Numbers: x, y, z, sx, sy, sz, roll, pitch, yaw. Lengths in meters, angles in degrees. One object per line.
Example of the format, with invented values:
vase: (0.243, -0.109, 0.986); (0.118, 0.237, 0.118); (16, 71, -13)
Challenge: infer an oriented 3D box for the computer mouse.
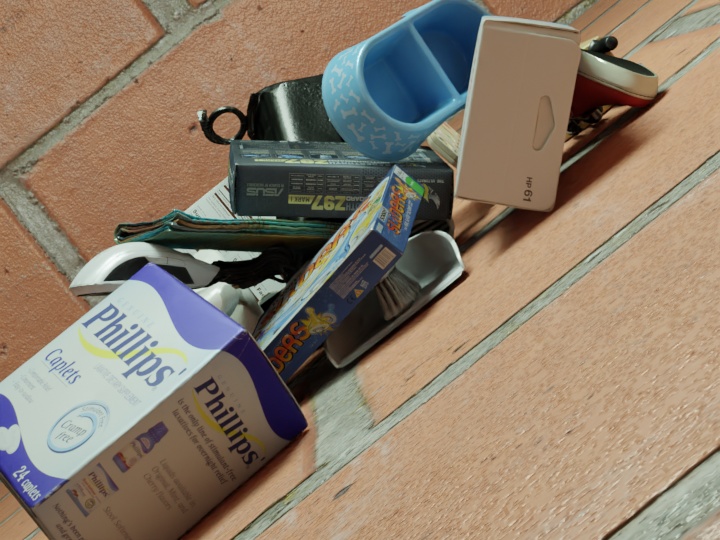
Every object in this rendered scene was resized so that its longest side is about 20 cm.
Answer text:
computer mouse: (-0.164, -0.004, 1.506); (0.198, 0.044, 0.109); (-2, -3, -36)

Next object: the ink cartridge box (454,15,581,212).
ink cartridge box: (0.129, -0.136, 1.419); (0.200, 0.084, 0.146); (-73, -8, -80)

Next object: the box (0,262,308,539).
box: (-0.173, 0.113, 1.277); (0.200, 0.105, 0.184); (-39, 32, -14)

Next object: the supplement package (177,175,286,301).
supplement package: (-0.152, 0.021, 1.866); (0.199, 0.147, 0.191); (-39, -11, -7)

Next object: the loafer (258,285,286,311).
loafer: (-0.071, 0.047, 1.708); (0.075, 0.070, 0.200); (-42, 6, -36)

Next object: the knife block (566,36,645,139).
knife block: (0.234, -0.193, 1.700); (0.175, 0.064, 0.200); (-34, 7, 41)

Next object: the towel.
towel: (-0.107, -0.033, 1.534); (0.198, 0.022, 0.146); (2, -5, -29)

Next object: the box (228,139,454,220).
box: (-0.022, -0.084, 1.565); (0.197, 0.052, 0.158); (1, 11, -7)

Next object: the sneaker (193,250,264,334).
sneaker: (-0.108, 0.066, 1.612); (0.075, 0.088, 0.201); (-34, 44, 13)

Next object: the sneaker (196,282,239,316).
sneaker: (-0.189, 0.055, 1.462); (0.199, 0.081, 0.070); (-31, 5, 30)

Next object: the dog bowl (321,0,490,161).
dog bowl: (0.055, -0.178, 1.533); (0.199, 0.112, 0.049); (-35, 1, -35)

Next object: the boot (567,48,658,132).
boot: (0.184, -0.132, 1.555); (0.199, 0.072, 0.146); (22, 100, 54)

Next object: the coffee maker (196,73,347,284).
coffee maker: (-0.052, -0.083, 1.743); (0.190, 0.135, 0.202); (-17, 53, 8)

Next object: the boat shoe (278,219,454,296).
boat shoe: (0.000, 0.000, 1.584); (0.199, 0.074, 0.067); (-38, 2, -2)

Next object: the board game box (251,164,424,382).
board game box: (-0.028, 0.015, 1.429); (0.200, 0.034, 0.136); (-48, 10, 25)

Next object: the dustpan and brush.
dustpan and brush: (0.024, 0.003, 1.459); (0.139, 0.057, 0.200); (-38, 5, 9)

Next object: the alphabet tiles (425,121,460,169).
alphabet tiles: (0.069, -0.146, 1.708); (0.015, 0.195, 0.200); (-49, 2, 10)
